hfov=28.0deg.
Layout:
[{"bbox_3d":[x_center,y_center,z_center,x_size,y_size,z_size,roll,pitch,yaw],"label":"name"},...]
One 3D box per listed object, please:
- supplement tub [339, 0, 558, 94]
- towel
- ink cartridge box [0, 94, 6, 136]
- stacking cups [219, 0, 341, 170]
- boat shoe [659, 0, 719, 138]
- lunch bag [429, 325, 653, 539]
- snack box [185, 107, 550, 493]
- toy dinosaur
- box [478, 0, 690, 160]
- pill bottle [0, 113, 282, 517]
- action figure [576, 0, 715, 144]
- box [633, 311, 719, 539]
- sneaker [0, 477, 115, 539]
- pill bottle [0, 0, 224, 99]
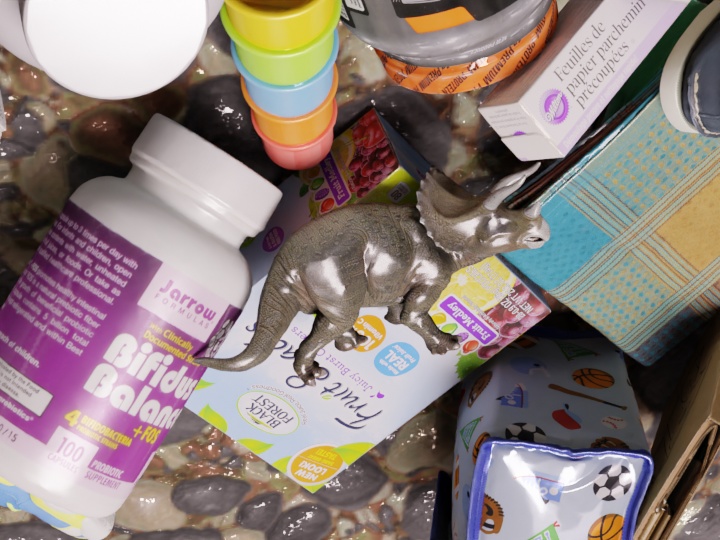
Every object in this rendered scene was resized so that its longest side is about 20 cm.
[{"bbox_3d":[0.025,-0.189,0.679,0.122,0.123,0.200,-24,133,2],"label":"supplement tub"},{"bbox_3d":[0.178,-0.026,0.871,0.147,0.022,0.200,-41,136,15],"label":"towel"},{"bbox_3d":[-0.268,-0.111,0.623,0.199,0.083,0.147,-12,90,-9],"label":"ink cartridge box"},{"bbox_3d":[-0.035,-0.109,0.722,0.060,0.061,0.200,-18,165,-4],"label":"stacking cups"},{"bbox_3d":[0.237,-0.154,0.775,0.200,0.062,0.075,-50,127,-15],"label":"boat shoe"},{"bbox_3d":[0.108,0.157,0.932,0.123,0.170,0.201,6,115,2],"label":"lunch bag"},{"bbox_3d":[-0.012,0.026,0.883,0.200,0.068,0.169,-38,130,15],"label":"snack box"},{"bbox_3d":[0.000,0.000,0.783,0.199,0.077,0.103,-12,116,-10],"label":"toy dinosaur"},{"bbox_3d":[0.139,-0.140,0.746,0.039,0.041,0.200,47,70,-19],"label":"box"},{"bbox_3d":[-0.128,0.021,0.778,0.112,0.112,0.200,32,88,-37],"label":"pill bottle"},{"bbox_3d":[0.170,-0.079,0.868,0.118,0.055,0.200,10,124,-28],"label":"action figure"},{"bbox_3d":[0.218,0.099,0.953,0.021,0.200,0.164,24,127,9],"label":"box"},{"bbox_3d":[-0.234,0.103,0.877,0.105,0.076,0.200,-21,126,14],"label":"sneaker"},{"bbox_3d":[-0.115,-0.154,0.606,0.110,0.200,0.111,-10,131,-12],"label":"pill bottle"}]
